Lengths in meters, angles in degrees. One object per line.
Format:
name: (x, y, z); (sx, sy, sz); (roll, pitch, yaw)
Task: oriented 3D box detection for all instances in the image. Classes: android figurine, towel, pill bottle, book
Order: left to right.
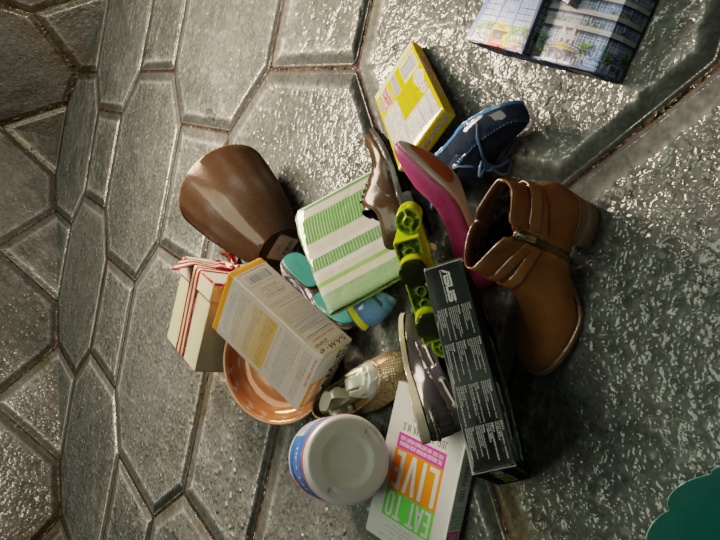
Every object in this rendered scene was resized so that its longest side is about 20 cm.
pill bottle: (-0.039, 0.258, 0.898); (0.200, 0.111, 0.113); (131, 137, -69)
towel: (-0.009, -0.045, 0.951); (0.152, 0.023, 0.201); (-27, 54, 3)
android figurine: (0.077, 0.009, 0.778); (0.041, 0.200, 0.183); (-16, 99, 11)
book: (0.084, 0.256, 0.826); (0.133, 0.048, 0.202); (11, 90, 53)

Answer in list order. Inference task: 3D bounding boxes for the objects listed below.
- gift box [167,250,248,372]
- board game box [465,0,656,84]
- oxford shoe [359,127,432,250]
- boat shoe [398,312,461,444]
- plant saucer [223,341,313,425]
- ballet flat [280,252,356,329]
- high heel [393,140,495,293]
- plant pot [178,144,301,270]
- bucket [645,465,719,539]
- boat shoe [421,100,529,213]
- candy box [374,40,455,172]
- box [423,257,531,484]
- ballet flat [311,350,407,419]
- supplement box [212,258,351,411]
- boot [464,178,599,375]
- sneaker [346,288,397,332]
gift box: (-0.244, 0.071, 1.180); (0.184, 0.199, 0.188); (26, 104, 47)
board game box: (0.231, -0.328, 0.712); (0.200, 0.061, 0.201); (39, 116, 50)
oxford shoe: (0.030, -0.118, 0.919); (0.084, 0.073, 0.201); (-26, 57, 18)
boat shoe: (0.087, 0.124, 0.807); (0.201, 0.062, 0.073); (-97, -7, -52)
plant saucer: (-0.134, 0.151, 1.078); (0.199, 0.037, 0.202); (-1, 88, 22)
ballet flat: (-0.061, 0.046, 1.047); (0.200, 0.072, 0.072); (43, 118, 40)
high heel: (0.095, -0.059, 0.774); (0.096, 0.200, 0.067); (-44, 9, 30)
plant pot: (-0.196, -0.096, 1.178); (0.200, 0.186, 0.188); (44, 119, 31)
bucket: (0.313, 0.228, 0.436); (0.207, 0.134, 0.209); (-16, 70, 52)
boat shoe: (0.143, -0.132, 0.799); (0.200, 0.084, 0.069); (136, 124, -62)
candy box: (0.070, -0.230, 0.905); (0.102, 0.026, 0.201); (-55, 31, 33)
box: (0.125, 0.113, 0.676); (0.047, 0.193, 0.201); (-15, 65, 11)
ballet flat: (-0.006, 0.175, 0.940); (0.200, 0.065, 0.071); (-45, 52, 40)
supplement box: (-0.123, 0.095, 0.994); (0.200, 0.073, 0.126); (41, 130, 17)
boot: (0.165, 0.009, 0.657); (0.077, 0.155, 0.201); (30, 108, 46)
sneaker: (0.000, 0.000, 0.978); (0.078, 0.066, 0.201); (-38, 44, 11)
